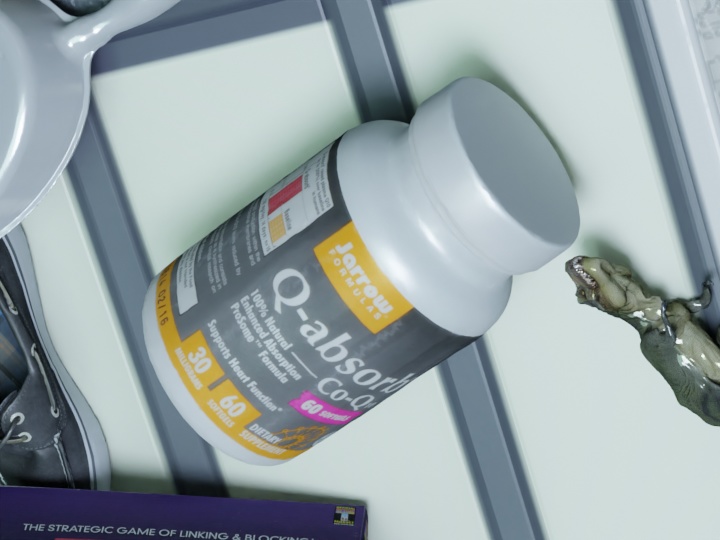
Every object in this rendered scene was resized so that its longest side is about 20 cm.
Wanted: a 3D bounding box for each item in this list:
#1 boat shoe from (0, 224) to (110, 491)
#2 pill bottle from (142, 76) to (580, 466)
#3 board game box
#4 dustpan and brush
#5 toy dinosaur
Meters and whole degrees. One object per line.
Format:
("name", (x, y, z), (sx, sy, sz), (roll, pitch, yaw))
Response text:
("boat shoe", (-0.188, 0.060, 1.369), (0.070, 0.066, 0.201), (-5, 109, 21))
("pill bottle", (0.000, 0.000, 1.251), (0.200, 0.116, 0.117), (-35, 97, 28))
("board game box", (-0.100, 0.181, 1.306), (0.199, 0.166, 0.057), (2, 124, 3))
("dustpan and brush", (-0.165, -0.102, 1.302), (0.200, 0.057, 0.140), (-31, 77, 27))
("toy dinosaur", (0.185, 0.054, 1.248), (0.088, 0.047, 0.200), (-33, 98, 42))
